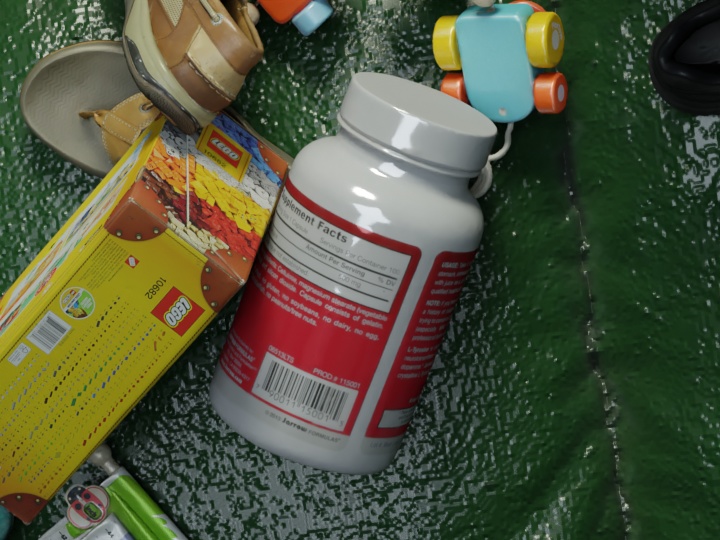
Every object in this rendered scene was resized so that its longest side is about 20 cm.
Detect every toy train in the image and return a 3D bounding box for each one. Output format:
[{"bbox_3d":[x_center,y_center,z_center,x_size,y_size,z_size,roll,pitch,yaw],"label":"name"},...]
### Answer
[{"bbox_3d":[0.029,-0.144,1.658,0.200,0.056,0.150,45,126,-2],"label":"toy train"}]

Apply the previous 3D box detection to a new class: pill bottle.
[{"bbox_3d":[0.000,0.000,1.626,0.112,0.112,0.201,24,105,10],"label":"pill bottle"}]

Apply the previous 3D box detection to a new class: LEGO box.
[{"bbox_3d":[-0.138,0.018,1.621,0.077,0.149,0.200,38,116,-11],"label":"LEGO box"}]

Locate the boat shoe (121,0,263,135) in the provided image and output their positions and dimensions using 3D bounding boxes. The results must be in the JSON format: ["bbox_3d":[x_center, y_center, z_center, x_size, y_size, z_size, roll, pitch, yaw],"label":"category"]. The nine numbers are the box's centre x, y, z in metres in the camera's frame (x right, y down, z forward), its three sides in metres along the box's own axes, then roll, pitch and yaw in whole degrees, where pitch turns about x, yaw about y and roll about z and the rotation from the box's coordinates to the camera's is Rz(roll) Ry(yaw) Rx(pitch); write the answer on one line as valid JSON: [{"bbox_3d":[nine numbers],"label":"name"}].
[{"bbox_3d":[-0.090,-0.159,1.628,0.074,0.076,0.201,-34,45,18],"label":"boat shoe"}]

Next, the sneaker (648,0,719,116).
[{"bbox_3d":[0.246,-0.133,1.587,0.199,0.091,0.076,-24,85,12],"label":"sneaker"}]

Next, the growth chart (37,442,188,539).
[{"bbox_3d":[-0.160,0.216,1.686,0.145,0.018,0.200,42,69,0],"label":"growth chart"}]

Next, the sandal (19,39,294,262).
[{"bbox_3d":[-0.104,-0.066,1.687,0.199,0.054,0.081,33,100,9],"label":"sandal"}]

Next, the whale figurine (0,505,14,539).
[{"bbox_3d":[-0.248,0.227,1.708,0.158,0.104,0.202,8,94,13],"label":"whale figurine"}]
